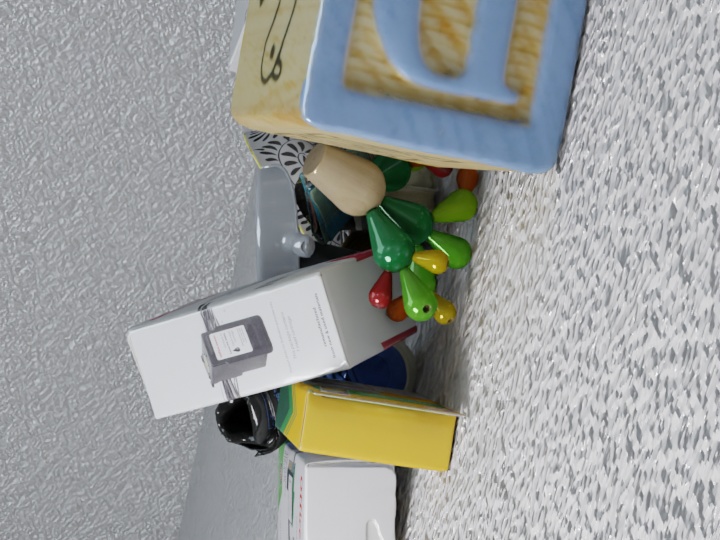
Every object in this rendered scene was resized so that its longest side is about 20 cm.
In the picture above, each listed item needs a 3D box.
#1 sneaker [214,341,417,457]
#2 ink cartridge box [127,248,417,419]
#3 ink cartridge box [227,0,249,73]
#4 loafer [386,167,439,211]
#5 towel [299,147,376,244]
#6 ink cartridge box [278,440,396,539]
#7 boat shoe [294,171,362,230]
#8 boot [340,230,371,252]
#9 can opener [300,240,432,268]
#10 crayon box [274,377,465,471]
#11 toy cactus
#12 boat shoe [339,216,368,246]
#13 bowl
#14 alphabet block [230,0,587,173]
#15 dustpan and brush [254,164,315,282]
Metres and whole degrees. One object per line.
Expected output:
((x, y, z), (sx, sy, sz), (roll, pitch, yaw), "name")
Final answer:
((-0.048, 0.117, 1.493), (0.198, 0.111, 0.078), (-16, 93, 37), "sneaker")
((-0.074, 0.051, 1.379), (0.145, 0.198, 0.084), (-23, -84, -62), "ink cartridge box")
((-0.030, -0.243, 1.690), (0.148, 0.198, 0.086), (-90, 21, -52), "ink cartridge box")
((0.034, -0.095, 1.553), (0.200, 0.075, 0.069), (-111, 26, -74), "loafer")
((0.020, -0.121, 1.418), (0.200, 0.022, 0.147), (-50, -15, -12), "towel")
((-0.025, 0.234, 1.492), (0.200, 0.083, 0.148), (177, 93, -81), "ink cartridge box")
((-0.032, -0.074, 1.638), (0.201, 0.060, 0.073), (59, -161, -86), "boat shoe")
((-0.007, 0.075, 1.649), (0.156, 0.071, 0.202), (107, 168, -49), "boot")
((0.000, 0.000, 1.541), (0.199, 0.066, 0.053), (9, 129, 52), "can opener")
((0.003, 0.125, 1.351), (0.200, 0.124, 0.052), (-178, 98, -81), "crayon box")
((0.020, -0.048, 1.320), (0.102, 0.164, 0.202), (-32, 37, 41), "toy cactus")
((-0.012, 0.035, 1.752), (0.067, 0.056, 0.203), (-179, 98, -81), "boat shoe")
((-0.040, -0.098, 1.852), (0.094, 0.202, 0.201), (-34, 18, 5), "bowl")
((0.034, -0.181, 1.181), (0.200, 0.194, 0.198), (-167, 89, -70), "alphabet block")
((-0.069, -0.026, 1.501), (0.200, 0.056, 0.142), (-98, 7, -85), "dustpan and brush")
